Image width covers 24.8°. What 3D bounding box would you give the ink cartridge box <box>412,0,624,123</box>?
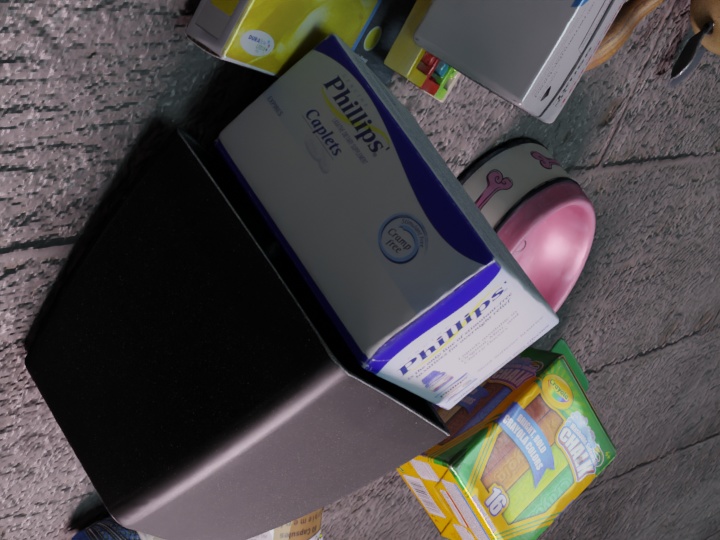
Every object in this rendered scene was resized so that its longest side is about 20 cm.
[{"bbox_3d":[0.118,-0.181,1.057,0.146,0.084,0.200,-59,171,8],"label":"ink cartridge box"}]

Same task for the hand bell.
[{"bbox_3d":[0.245,-0.229,1.363,0.200,0.104,0.104,-41,152,1],"label":"hand bell"}]

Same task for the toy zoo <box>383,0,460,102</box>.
[{"bbox_3d":[0.068,-0.184,1.114,0.132,0.020,0.200,-59,170,7],"label":"toy zoo"}]

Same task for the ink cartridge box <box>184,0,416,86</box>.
[{"bbox_3d":[0.000,-0.209,1.023,0.201,0.047,0.197,-59,153,12],"label":"ink cartridge box"}]

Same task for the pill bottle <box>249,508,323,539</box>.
[{"bbox_3d":[-0.092,0.243,1.245,0.114,0.113,0.203,-5,104,-55],"label":"pill bottle"}]

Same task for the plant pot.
[{"bbox_3d":[-0.091,0.066,1.044,0.177,0.200,0.200,-40,153,6],"label":"plant pot"}]

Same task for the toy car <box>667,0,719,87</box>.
[{"bbox_3d":[0.361,-0.228,1.473,0.199,0.158,0.164,-38,172,7],"label":"toy car"}]

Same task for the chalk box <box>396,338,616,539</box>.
[{"bbox_3d":[0.144,0.150,1.519,0.200,0.123,0.125,-42,113,-20],"label":"chalk box"}]

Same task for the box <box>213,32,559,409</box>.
[{"bbox_3d":[0.021,-0.024,1.058,0.105,0.185,0.200,-37,159,7],"label":"box"}]

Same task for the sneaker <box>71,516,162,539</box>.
[{"bbox_3d":[-0.201,0.263,1.225,0.085,0.077,0.202,-10,123,-40],"label":"sneaker"}]

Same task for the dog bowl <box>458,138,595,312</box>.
[{"bbox_3d":[0.125,-0.009,1.412,0.200,0.074,0.201,-38,148,-29],"label":"dog bowl"}]

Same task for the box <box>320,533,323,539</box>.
[{"bbox_3d":[-0.120,0.274,1.349,0.200,0.070,0.065,-43,153,-21],"label":"box"}]
